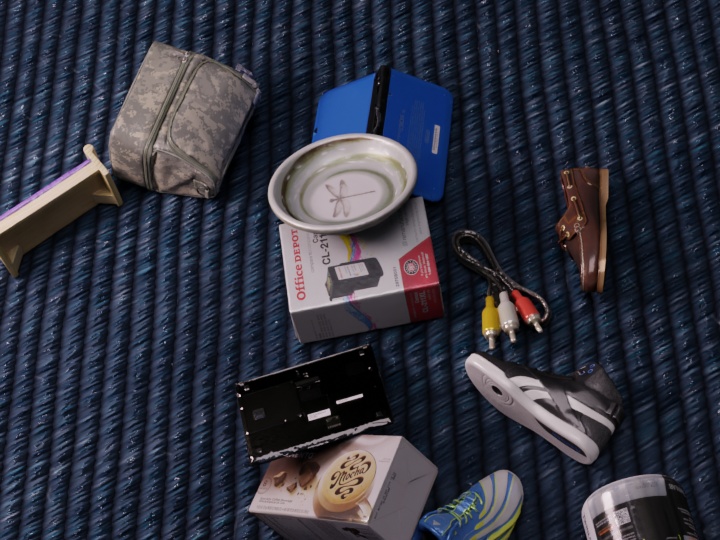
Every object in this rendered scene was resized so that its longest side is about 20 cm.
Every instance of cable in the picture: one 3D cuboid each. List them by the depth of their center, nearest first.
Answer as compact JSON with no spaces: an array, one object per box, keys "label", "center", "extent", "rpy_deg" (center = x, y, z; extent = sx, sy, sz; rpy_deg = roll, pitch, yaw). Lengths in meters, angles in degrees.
[{"label":"cable","center":[0.184,0.014,1.850],"extent":[0.096,0.050,0.201],"rpy_deg":[-17,58,-3]}]

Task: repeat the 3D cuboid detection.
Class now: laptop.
[{"label":"laptop","center":[-0.055,0.165,1.740],"extent":[0.176,0.104,0.201],"rpy_deg":[-17,44,-1]}]

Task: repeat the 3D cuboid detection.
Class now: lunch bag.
[{"label":"lunch bag","center":[-0.247,-0.209,2.022],"extent":[0.167,0.140,0.201],"rpy_deg":[19,62,2]}]

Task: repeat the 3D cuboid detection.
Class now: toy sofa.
[{"label":"toy sofa","center":[-0.446,-0.093,2.006],"extent":[0.199,0.083,0.098],"rpy_deg":[-35,60,-13]}]

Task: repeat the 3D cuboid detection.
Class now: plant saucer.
[{"label":"plant saucer","center":[-0.020,-0.102,1.866],"extent":[0.199,0.050,0.201],"rpy_deg":[-8,42,7]}]

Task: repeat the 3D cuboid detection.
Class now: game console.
[{"label":"game console","center":[0.027,-0.176,2.018],"extent":[0.170,0.118,0.201],"rpy_deg":[18,58,-16]}]

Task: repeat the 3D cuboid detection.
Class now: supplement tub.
[{"label":"supplement tub","center":[0.326,0.340,1.576],"extent":[0.122,0.123,0.201],"rpy_deg":[-12,56,2]}]

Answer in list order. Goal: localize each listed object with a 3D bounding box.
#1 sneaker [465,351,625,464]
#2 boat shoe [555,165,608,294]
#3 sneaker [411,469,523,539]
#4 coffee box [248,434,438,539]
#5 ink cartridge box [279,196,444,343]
[{"label":"sneaker","center":[0.236,0.142,1.755],"extent":[0.200,0.073,0.112],"rpy_deg":[36,66,18]},{"label":"boat shoe","center":[0.291,-0.053,1.866],"extent":[0.070,0.071,0.201],"rpy_deg":[4,50,4]},{"label":"sneaker","center":[0.119,0.300,1.647],"extent":[0.076,0.105,0.200],"rpy_deg":[32,69,25]},{"label":"coffee box","center":[-0.022,0.258,1.661],"extent":[0.199,0.080,0.114],"rpy_deg":[-3,52,44]},{"label":"ink cartridge box","center":[0.000,0.000,1.871],"extent":[0.198,0.083,0.147],"rpy_deg":[-11,57,2]}]
